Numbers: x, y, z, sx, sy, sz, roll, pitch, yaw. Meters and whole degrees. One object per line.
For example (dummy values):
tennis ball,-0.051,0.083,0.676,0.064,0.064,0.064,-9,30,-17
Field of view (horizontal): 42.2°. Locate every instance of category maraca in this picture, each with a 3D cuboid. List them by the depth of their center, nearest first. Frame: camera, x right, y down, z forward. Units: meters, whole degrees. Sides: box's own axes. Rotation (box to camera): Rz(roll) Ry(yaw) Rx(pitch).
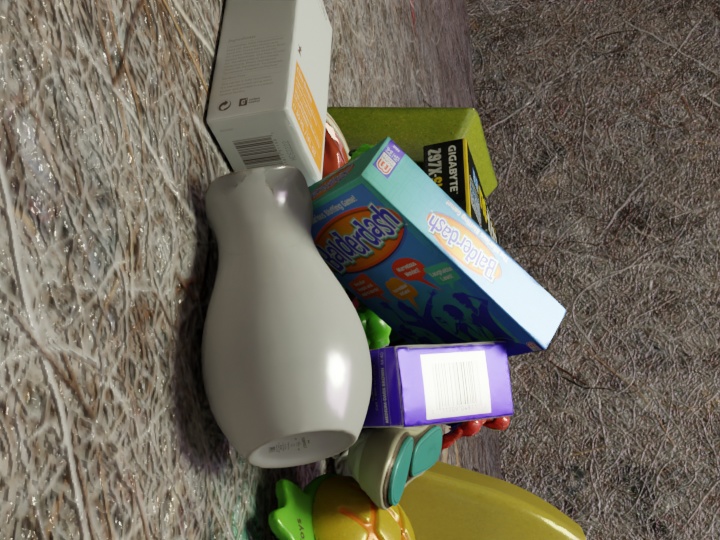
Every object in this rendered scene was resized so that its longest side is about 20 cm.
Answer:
maraca,-0.017,0.239,0.799,0.200,0.107,0.138,30,36,-58

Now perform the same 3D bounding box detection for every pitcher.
pitcher,-0.059,0.048,0.710,0.172,0.121,0.201,83,-5,-63

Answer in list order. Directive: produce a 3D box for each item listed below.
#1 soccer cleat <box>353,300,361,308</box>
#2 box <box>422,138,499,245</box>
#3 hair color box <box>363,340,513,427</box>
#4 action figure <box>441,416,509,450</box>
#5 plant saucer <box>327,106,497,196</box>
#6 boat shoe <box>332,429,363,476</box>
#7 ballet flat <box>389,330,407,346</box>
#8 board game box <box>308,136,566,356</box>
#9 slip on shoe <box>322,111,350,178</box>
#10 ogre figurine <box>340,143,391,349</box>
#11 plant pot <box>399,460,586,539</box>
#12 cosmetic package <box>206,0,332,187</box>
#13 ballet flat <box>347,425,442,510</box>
soccer cleat,-0.008,0.000,1.039,0.086,0.070,0.201,42,-38,40
box,0.109,-0.012,0.951,0.200,0.049,0.160,58,26,-56
hair color box,0.019,0.098,0.773,0.109,0.200,0.065,1,79,-33
action figure,0.053,0.157,0.980,0.065,0.199,0.099,-82,-179,-46
plant saucer,0.040,-0.113,1.028,0.200,0.199,0.048,52,45,-67
boat shoe,-0.003,0.201,0.991,0.065,0.073,0.200,49,29,-19
ballet flat,0.044,0.111,1.081,0.200,0.075,0.064,-137,-148,-76
board game box,0.045,-0.004,0.755,0.200,0.152,0.045,42,62,-14
slip on shoe,-0.044,-0.067,0.916,0.061,0.074,0.201,-62,148,-63
ogre figurine,0.000,0.000,0.867,0.120,0.098,0.201,29,60,-38
plant pot,0.127,0.309,0.961,0.195,0.199,0.195,39,60,-76
cosmetic package,-0.074,-0.176,0.822,0.102,0.071,0.201,65,22,-53
ballet flat,0.022,0.165,0.822,0.200,0.069,0.070,16,68,-74
